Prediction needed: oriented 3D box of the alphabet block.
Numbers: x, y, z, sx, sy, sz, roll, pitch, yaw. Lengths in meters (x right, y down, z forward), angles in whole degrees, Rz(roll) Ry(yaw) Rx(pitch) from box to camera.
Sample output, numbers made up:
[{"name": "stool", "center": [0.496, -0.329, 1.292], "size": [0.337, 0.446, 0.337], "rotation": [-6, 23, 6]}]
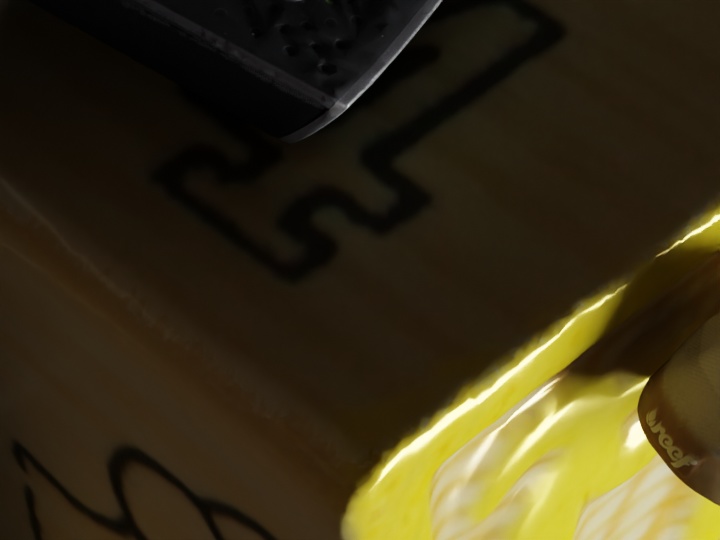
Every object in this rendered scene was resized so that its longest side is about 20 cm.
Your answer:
[{"name": "alphabet block", "center": [0.007, 0.014, 0.810], "size": [0.196, 0.200, 0.195], "rotation": [-37, 145, -24]}]

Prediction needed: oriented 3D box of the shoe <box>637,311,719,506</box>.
[{"name": "shoe", "center": [0.152, 0.028, 0.756], "size": [0.200, 0.070, 0.053], "rotation": [-1, 129, -49]}]

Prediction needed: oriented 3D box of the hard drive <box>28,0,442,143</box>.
[{"name": "hard drive", "center": [-0.019, -0.125, 0.759], "size": [0.200, 0.135, 0.042], "rotation": [-59, 176, -38]}]
